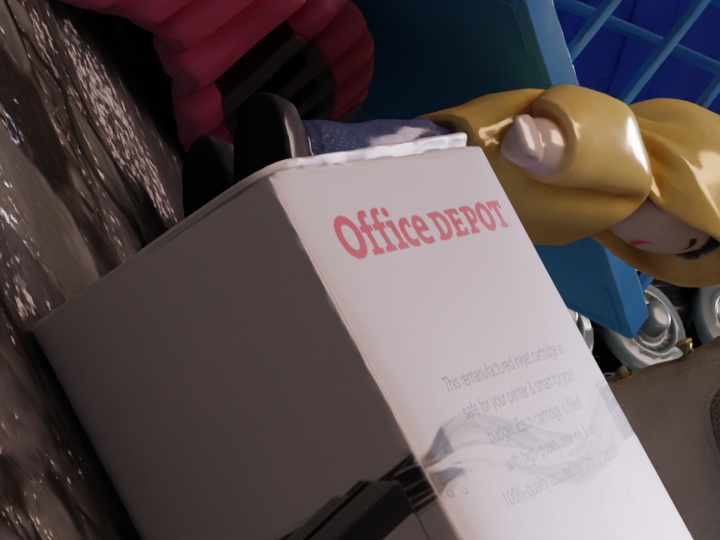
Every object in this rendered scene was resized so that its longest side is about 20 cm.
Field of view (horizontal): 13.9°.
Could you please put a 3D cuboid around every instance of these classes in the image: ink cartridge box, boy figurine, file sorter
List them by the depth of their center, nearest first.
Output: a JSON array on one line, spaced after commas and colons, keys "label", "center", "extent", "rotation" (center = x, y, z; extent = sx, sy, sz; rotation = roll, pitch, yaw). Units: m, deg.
[{"label": "ink cartridge box", "center": [0.021, 0.074, 0.763], "extent": [0.201, 0.084, 0.144], "rotation": [62, 22, 7]}, {"label": "boy figurine", "center": [0.041, -0.023, 0.952], "extent": [0.199, 0.124, 0.065], "rotation": [0, 72, -33]}, {"label": "file sorter", "center": [0.058, -0.100, 1.075], "extent": [0.138, 0.123, 0.200], "rotation": [26, -23, 31]}]

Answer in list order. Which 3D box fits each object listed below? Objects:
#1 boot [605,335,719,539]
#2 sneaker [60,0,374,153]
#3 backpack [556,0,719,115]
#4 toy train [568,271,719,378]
[{"label": "boot", "center": [0.073, 0.048, 1.000], "extent": [0.072, 0.154, 0.201], "rotation": [54, 13, -51]}, {"label": "sneaker", "center": [-0.062, -0.107, 0.988], "extent": [0.096, 0.079, 0.200], "rotation": [55, 2, 37]}, {"label": "backpack", "center": [0.111, -0.134, 1.292], "extent": [0.200, 0.167, 0.163], "rotation": [-96, -166, -59]}, {"label": "toy train", "center": [0.095, 0.007, 1.271], "extent": [0.199, 0.085, 0.115], "rotation": [2, 61, -36]}]
